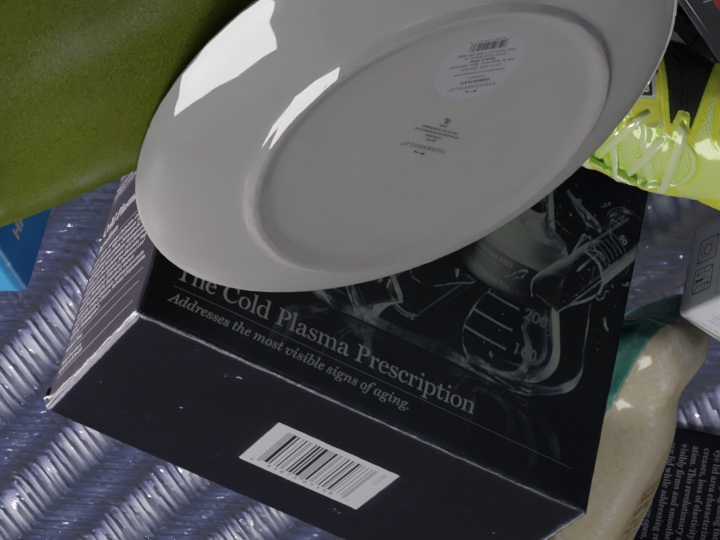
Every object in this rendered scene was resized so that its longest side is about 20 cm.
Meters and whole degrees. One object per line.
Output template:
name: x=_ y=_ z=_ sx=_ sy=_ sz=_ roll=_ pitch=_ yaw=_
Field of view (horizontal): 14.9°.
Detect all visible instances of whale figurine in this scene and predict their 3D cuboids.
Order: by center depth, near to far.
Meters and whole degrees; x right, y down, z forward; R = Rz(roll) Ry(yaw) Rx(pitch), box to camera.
whale figurine: x=0.077 y=0.087 z=1.226 sx=0.104 sy=0.159 sz=0.200 roll=35 pitch=114 yaw=14

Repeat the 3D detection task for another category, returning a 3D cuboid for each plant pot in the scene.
plant pot: x=-0.114 y=-0.104 z=0.921 sx=0.200 sy=0.193 sz=0.201 roll=35 pitch=150 yaw=25

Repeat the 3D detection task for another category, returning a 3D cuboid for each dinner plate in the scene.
dinner plate: x=0.021 y=-0.049 z=0.930 sx=0.199 sy=0.024 sz=0.200 roll=-20 pitch=149 yaw=-13

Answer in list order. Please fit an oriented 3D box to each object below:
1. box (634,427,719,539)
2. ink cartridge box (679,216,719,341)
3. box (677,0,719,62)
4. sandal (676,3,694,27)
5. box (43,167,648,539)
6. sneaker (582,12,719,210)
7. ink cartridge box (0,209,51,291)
box: x=0.131 y=0.154 z=1.379 sx=0.199 sy=0.105 sz=0.148 roll=10 pitch=148 yaw=7
ink cartridge box: x=0.238 y=-0.005 z=1.132 sx=0.109 sy=0.051 sz=0.200 roll=30 pitch=147 yaw=-24
box: x=0.194 y=-0.129 z=0.882 sx=0.199 sy=0.050 sz=0.158 roll=-17 pitch=147 yaw=22
sandal: x=0.150 y=-0.089 z=1.052 sx=0.200 sy=0.043 sz=0.076 roll=-14 pitch=116 yaw=53
box: x=0.000 y=0.000 z=1.119 sx=0.199 sy=0.183 sz=0.104 roll=24 pitch=147 yaw=-17
sneaker: x=0.083 y=-0.063 z=1.038 sx=0.199 sy=0.076 sz=0.076 roll=27 pitch=142 yaw=13
ink cartridge box: x=-0.236 y=-0.078 z=1.187 sx=0.145 sy=0.085 sz=0.200 roll=0 pitch=145 yaw=21
